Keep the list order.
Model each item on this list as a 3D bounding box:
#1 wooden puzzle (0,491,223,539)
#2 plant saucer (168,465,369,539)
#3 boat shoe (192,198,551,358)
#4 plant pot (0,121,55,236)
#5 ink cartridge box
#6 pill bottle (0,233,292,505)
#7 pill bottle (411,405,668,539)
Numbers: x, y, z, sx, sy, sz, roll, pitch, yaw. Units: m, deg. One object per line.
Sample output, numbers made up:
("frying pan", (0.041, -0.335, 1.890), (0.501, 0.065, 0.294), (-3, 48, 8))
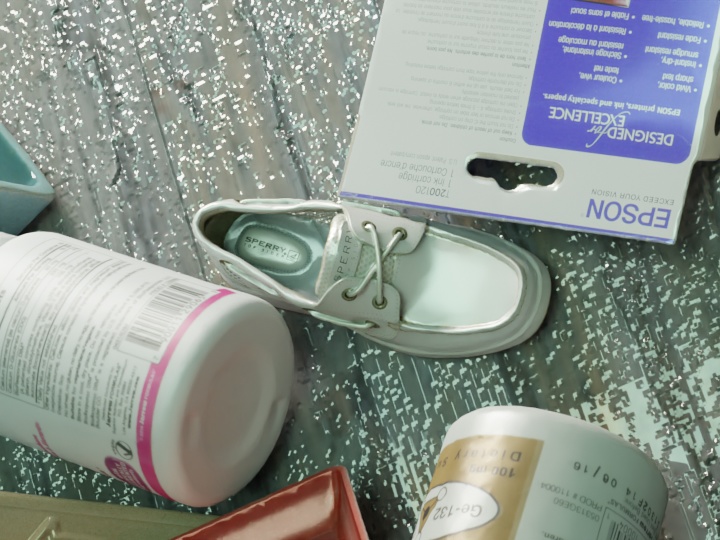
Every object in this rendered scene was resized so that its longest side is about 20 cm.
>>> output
("wooden puzzle", (-0.133, 0.217, 1.335), (0.200, 0.046, 0.186), (6, 79, 2))
("plant saucer", (-0.080, 0.184, 1.228), (0.199, 0.200, 0.037), (-25, 109, 1))
("boat shoe", (0.000, 0.000, 1.330), (0.200, 0.069, 0.071), (9, 80, 27))
("plant pot", (-0.340, -0.045, 1.451), (0.200, 0.196, 0.196), (-49, 62, 19))
("ink cartridge box", (0.100, -0.117, 1.320), (0.198, 0.043, 0.200), (10, 81, 28))
("pill bottle", (-0.146, 0.045, 1.361), (0.200, 0.113, 0.114), (17, 87, 30))
("pill bottle", (0.068, 0.175, 1.199), (0.114, 0.114, 0.200), (4, 60, 27))
